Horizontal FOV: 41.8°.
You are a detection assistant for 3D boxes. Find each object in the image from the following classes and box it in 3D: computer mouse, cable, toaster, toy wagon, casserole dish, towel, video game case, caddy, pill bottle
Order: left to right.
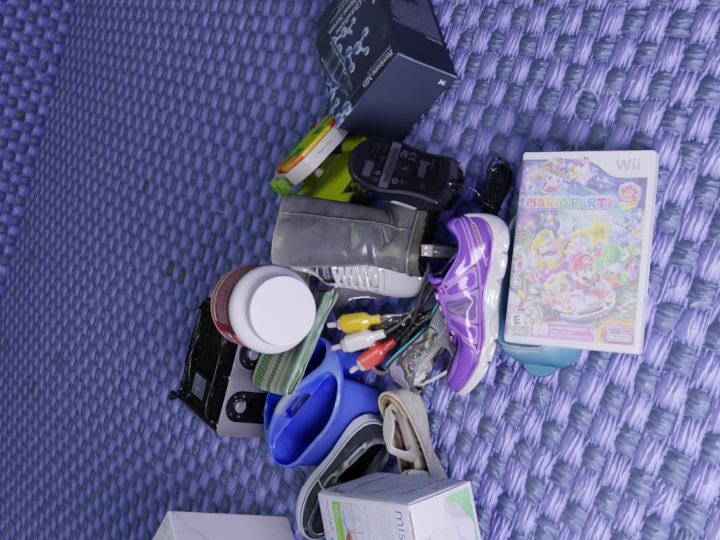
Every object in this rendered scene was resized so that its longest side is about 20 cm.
[{"bbox_3d":[-0.200,0.151,1.487,0.199,0.117,0.184,20,96,55],"label":"toaster"},{"bbox_3d":[-0.127,0.050,1.242,0.200,0.111,0.115,179,101,-71],"label":"pill bottle"},{"bbox_3d":[-0.096,0.098,1.309,0.154,0.023,0.200,-67,18,-12],"label":"towel"},{"bbox_3d":[-0.074,-0.176,1.410,0.155,0.040,0.200,-47,14,-6],"label":"toy wagon"},{"bbox_3d":[-0.065,0.182,1.292,0.201,0.104,0.142,-52,43,33],"label":"caddy"},{"bbox_3d":[0.052,0.072,1.183,0.199,0.050,0.098,-27,92,32],"label":"cable"},{"bbox_3d":[0.075,-0.078,1.123,0.046,0.197,0.142,84,-162,-66],"label":"computer mouse"},{"bbox_3d":[0.196,0.012,1.028,0.120,0.038,0.203,0,79,55],"label":"casserole dish"},{"bbox_3d":[0.225,-0.022,0.966,0.141,0.018,0.203,3,82,31],"label":"video game case"}]

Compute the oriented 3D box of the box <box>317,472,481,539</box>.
[{"bbox_3d":[0.050,0.336,1.040,0.175,0.096,0.203,-13,88,53],"label":"box"}]

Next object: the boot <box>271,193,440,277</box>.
[{"bbox_3d":[-0.002,-0.075,1.201,0.197,0.073,0.184,6,60,21],"label":"boot"}]

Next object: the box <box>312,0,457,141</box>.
[{"bbox_3d":[0.029,-0.303,1.306,0.148,0.106,0.202,-44,47,38],"label":"box"}]

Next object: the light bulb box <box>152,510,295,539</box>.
[{"bbox_3d":[-0.210,0.457,1.340,0.201,0.196,0.125,-59,37,27],"label":"light bulb box"}]

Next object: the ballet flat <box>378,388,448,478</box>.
[{"bbox_3d":[0.061,0.234,1.134,0.068,0.062,0.202,-48,45,37],"label":"ballet flat"}]

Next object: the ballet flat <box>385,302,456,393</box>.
[{"bbox_3d":[0.106,0.076,1.129,0.201,0.071,0.073,-54,41,31],"label":"ballet flat"}]

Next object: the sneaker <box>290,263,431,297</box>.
[{"bbox_3d":[0.000,0.000,1.226,0.198,0.080,0.078,13,115,31],"label":"sneaker"}]

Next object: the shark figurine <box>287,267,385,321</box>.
[{"bbox_3d":[-0.047,-0.010,1.360,0.214,0.089,0.130,11,122,63],"label":"shark figurine"}]

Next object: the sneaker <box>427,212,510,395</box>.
[{"bbox_3d":[0.112,0.036,1.047,0.081,0.082,0.203,-97,12,-83],"label":"sneaker"}]

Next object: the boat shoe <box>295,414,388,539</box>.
[{"bbox_3d":[-0.020,0.285,1.227,0.200,0.073,0.068,-55,26,17],"label":"boat shoe"}]

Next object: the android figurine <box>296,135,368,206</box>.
[{"bbox_3d":[-0.039,-0.118,1.361,0.199,0.041,0.183,4,57,58],"label":"android figurine"}]
